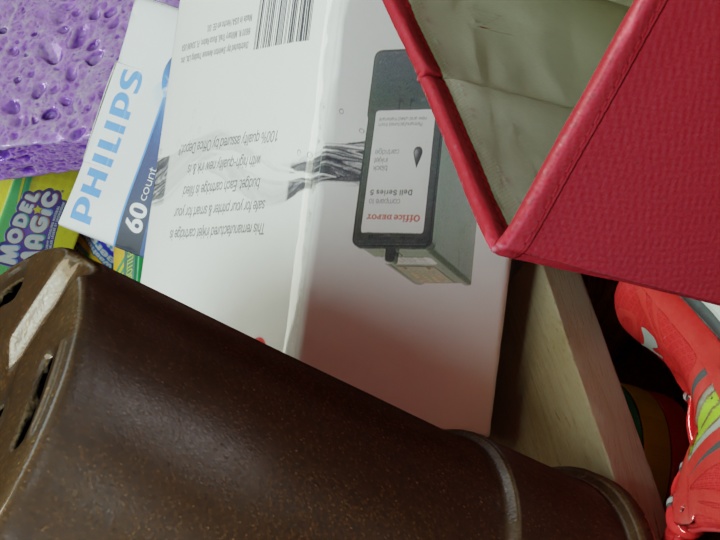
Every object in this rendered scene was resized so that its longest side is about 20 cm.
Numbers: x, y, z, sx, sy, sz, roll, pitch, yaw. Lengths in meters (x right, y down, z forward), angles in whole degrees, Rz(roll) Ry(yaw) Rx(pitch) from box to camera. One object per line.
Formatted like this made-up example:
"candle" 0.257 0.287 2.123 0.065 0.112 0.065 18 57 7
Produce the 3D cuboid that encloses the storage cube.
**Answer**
"storage cube" 0.129 -0.101 0.811 0.200 0.179 0.171 -63 28 29

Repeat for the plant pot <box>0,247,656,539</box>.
"plant pot" -0.048 0.106 0.857 0.200 0.198 0.201 -46 25 29

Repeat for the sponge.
"sponge" -0.112 -0.101 1.340 0.030 0.199 0.112 80 -175 -56

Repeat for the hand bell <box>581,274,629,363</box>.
"hand bell" 0.101 -0.055 1.004 0.104 0.104 0.201 -123 40 -58

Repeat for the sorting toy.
"sorting toy" 0.062 0.136 0.979 0.199 0.069 0.200 -57 32 33

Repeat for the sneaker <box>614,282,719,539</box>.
"sneaker" 0.116 0.057 0.876 0.085 0.077 0.200 -50 30 9

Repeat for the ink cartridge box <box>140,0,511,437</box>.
"ink cartridge box" -0.010 -0.044 1.008 0.145 0.084 0.201 -1 81 65

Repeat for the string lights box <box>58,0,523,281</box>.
"string lights box" -0.018 -0.033 1.132 0.200 0.059 0.103 21 93 34

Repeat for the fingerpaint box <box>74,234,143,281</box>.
"fingerpaint box" -0.112 -0.023 1.427 0.167 0.073 0.201 -35 47 56

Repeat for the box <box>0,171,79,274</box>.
"box" -0.186 -0.014 1.437 0.201 0.048 0.117 -70 26 17
